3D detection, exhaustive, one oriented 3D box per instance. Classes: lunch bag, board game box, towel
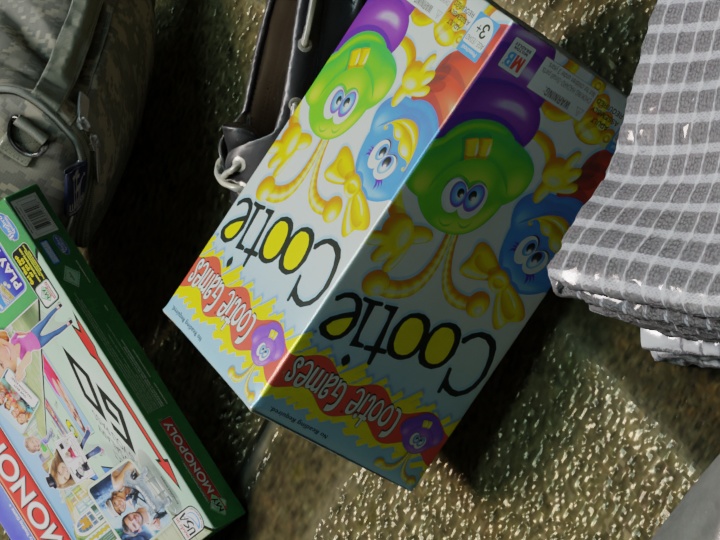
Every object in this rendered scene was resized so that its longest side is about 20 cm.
[{"bbox_3d":[-0.190,-0.086,1.495,0.168,0.139,0.201,-50,17,37],"label":"lunch bag"},{"bbox_3d":[-0.158,0.075,1.413,0.134,0.029,0.201,-39,82,38],"label":"board game box"},{"bbox_3d":[0.021,-0.024,1.212,0.201,0.103,0.105,-56,37,7],"label":"board game box"},{"bbox_3d":[0.171,-0.045,1.054,0.199,0.085,0.167,6,79,55],"label":"towel"}]

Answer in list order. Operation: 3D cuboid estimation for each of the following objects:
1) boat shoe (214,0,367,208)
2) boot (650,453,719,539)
[{"bbox_3d":[-0.042,-0.066,1.378,0.074,0.060,0.201,38,108,61],"label":"boat shoe"},{"bbox_3d":[0.126,0.175,1.041,0.200,0.072,0.183,-41,46,28],"label":"boot"}]
